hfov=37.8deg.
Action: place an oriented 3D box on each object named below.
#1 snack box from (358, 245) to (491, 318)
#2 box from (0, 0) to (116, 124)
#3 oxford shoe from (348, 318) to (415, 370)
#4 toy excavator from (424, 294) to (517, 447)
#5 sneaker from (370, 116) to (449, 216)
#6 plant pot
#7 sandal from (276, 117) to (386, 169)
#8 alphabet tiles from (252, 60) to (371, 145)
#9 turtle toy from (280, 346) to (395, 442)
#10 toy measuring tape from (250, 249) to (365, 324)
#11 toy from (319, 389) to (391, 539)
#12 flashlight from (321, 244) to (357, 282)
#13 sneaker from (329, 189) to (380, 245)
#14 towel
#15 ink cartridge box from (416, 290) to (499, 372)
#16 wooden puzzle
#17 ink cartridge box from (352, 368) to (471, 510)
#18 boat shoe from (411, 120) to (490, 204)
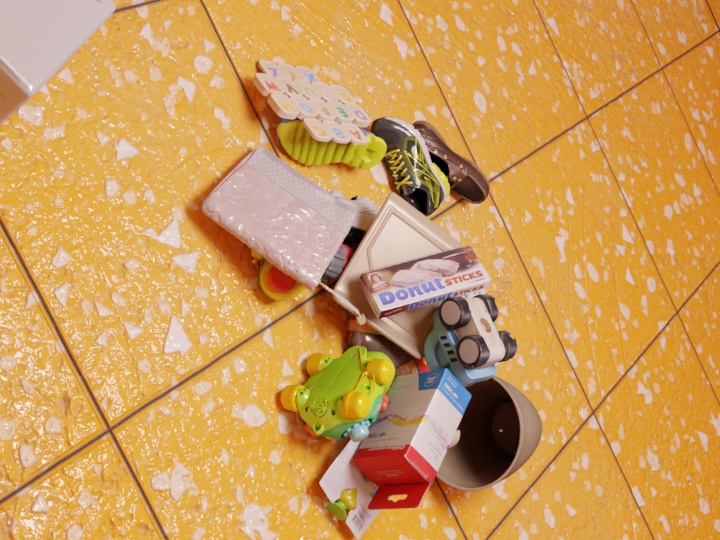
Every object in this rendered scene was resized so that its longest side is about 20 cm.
[{"bbox_3d":[0.099,0.016,1.610,0.198,0.024,0.072,-15,59,-24],"label":"snack box"},{"bbox_3d":[-0.445,-0.301,1.253,0.200,0.170,0.200,48,45,-21],"label":"box"},{"bbox_3d":[0.057,0.128,1.694,0.198,0.071,0.074,14,81,-35],"label":"oxford shoe"},{"bbox_3d":[0.145,0.158,1.635,0.099,0.199,0.196,-5,65,-48],"label":"toy excavator"},{"bbox_3d":[0.084,-0.179,1.833,0.200,0.074,0.085,48,46,-22],"label":"sneaker"},{"bbox_3d":[0.220,0.259,1.737,0.199,0.185,0.190,10,66,-58],"label":"plant pot"},{"bbox_3d":[-0.056,-0.218,1.715,0.198,0.080,0.087,9,37,-39],"label":"sandal"},{"bbox_3d":[-0.075,-0.271,1.678,0.198,0.015,0.196,-1,46,-45],"label":"alphabet tiles"},{"bbox_3d":[-0.015,0.179,1.548,0.200,0.144,0.102,-49,131,-44],"label":"turtle toy"},{"bbox_3d":[-0.086,0.034,1.553,0.199,0.074,0.074,39,47,-7],"label":"toy measuring tape"},{"bbox_3d":[0.010,0.289,1.581,0.116,0.047,0.200,58,48,-20],"label":"toy"},{"bbox_3d":[0.000,0.000,1.682,0.199,0.068,0.068,18,23,-45],"label":"flashlight"},{"bbox_3d":[0.019,-0.078,1.728,0.199,0.074,0.088,20,54,-41],"label":"sneaker"},{"bbox_3d":[-0.114,-0.084,1.554,0.199,0.032,0.192,35,41,-3],"label":"towel"},{"bbox_3d":[0.163,0.107,1.819,0.199,0.050,0.163,-18,87,-51],"label":"ink cartridge box"},{"bbox_3d":[0.068,0.009,1.648,0.184,0.037,0.202,35,74,-19],"label":"wooden puzzle"},{"bbox_3d":[0.068,0.245,1.532,0.067,0.115,0.201,47,52,-23],"label":"ink cartridge box"},{"bbox_3d":[0.155,-0.183,1.915,0.199,0.070,0.071,38,42,-19],"label":"boat shoe"}]
